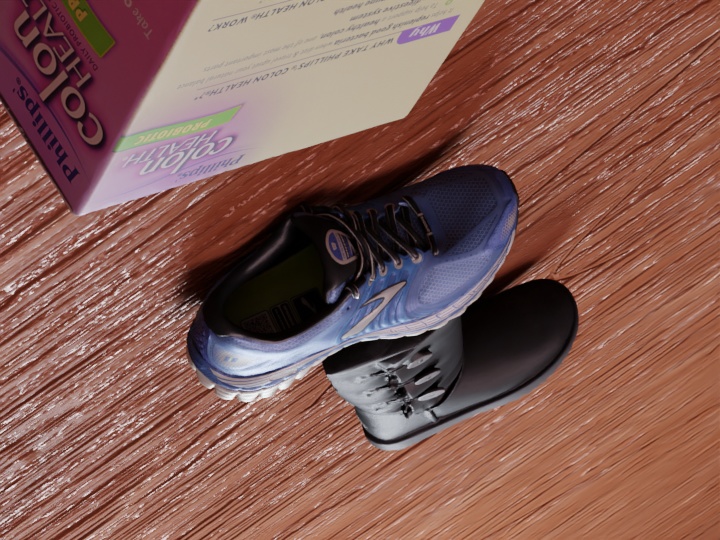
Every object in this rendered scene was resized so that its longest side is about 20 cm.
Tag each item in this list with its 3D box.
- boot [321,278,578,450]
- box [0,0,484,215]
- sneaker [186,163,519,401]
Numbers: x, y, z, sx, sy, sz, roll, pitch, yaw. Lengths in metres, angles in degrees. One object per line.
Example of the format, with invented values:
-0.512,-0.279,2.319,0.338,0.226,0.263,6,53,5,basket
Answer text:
0.055,0.034,1.681,0.164,0.066,0.200,-35,158,-3,boot
-0.030,-0.134,1.044,0.175,0.097,0.200,-20,156,-38,box
0.000,0.000,1.464,0.199,0.079,0.089,-30,164,-13,sneaker
